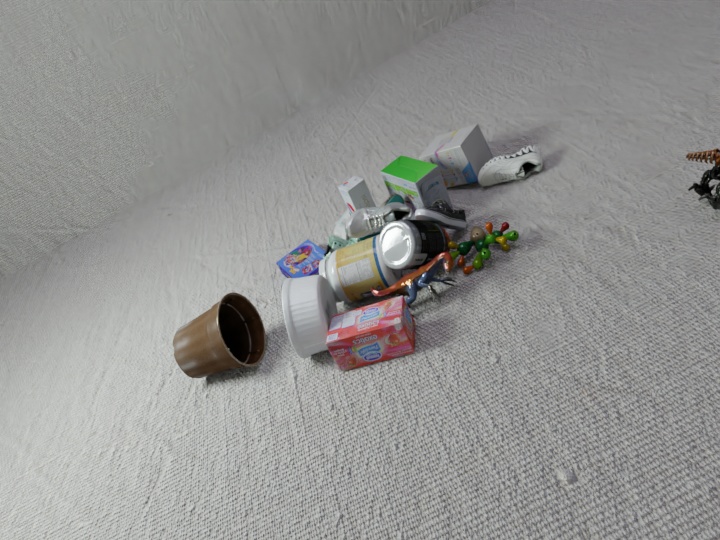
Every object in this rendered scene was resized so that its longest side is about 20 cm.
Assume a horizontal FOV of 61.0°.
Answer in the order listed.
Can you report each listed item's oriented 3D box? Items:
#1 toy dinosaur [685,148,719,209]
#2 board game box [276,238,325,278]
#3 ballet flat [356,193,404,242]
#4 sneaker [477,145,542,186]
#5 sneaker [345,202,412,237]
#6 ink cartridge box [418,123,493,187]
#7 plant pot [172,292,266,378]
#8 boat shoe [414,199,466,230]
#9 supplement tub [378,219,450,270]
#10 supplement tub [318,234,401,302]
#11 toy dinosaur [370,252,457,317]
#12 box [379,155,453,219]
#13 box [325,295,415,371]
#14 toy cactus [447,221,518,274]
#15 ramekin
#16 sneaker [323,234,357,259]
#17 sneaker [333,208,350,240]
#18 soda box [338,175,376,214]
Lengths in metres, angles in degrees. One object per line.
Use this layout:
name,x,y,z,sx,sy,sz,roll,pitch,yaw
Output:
toy dinosaur,0.775,-0.208,1.297,0.196,0.138,0.102,29,31,7
board game box,-0.169,-0.017,1.913,0.133,0.045,0.199,-37,31,-12
ballet flat,0.052,-0.135,1.740,0.201,0.068,0.075,-49,5,-21
sneaker,0.438,-0.295,1.792,0.195,0.076,0.083,-22,42,17
sneaker,0.050,-0.140,1.636,0.195,0.073,0.080,-20,12,-19
ink cartridge box,0.291,-0.349,1.917,0.197,0.130,0.126,-6,35,49
plant pot,-0.391,0.193,1.664,0.194,0.202,0.203,-24,29,23
boat shoe,0.220,-0.158,1.652,0.069,0.196,0.069,-2,81,50
supplement tub,0.144,-0.067,1.570,0.120,0.127,0.197,-1,2,38
supplement tub,0.000,0.000,1.645,0.195,0.147,0.146,-18,31,18
toy dinosaur,0.144,0.025,1.477,0.106,0.195,0.185,-84,16,-67
box,0.167,-0.224,1.804,0.096,0.179,0.199,-36,30,-15
box,0.026,0.150,1.450,0.195,0.096,0.104,-18,32,19
toy cactus,0.302,-0.076,1.572,0.197,0.103,0.166,-30,19,15
ramekin,-0.119,0.110,1.540,0.095,0.205,0.203,-13,32,10
sneaker,-0.026,-0.087,1.771,0.203,0.118,0.073,-55,20,-12
sneaker,-0.045,-0.120,1.952,0.079,0.071,0.202,-35,25,19
soda box,0.010,-0.179,1.845,0.067,0.203,0.063,-36,32,-15
